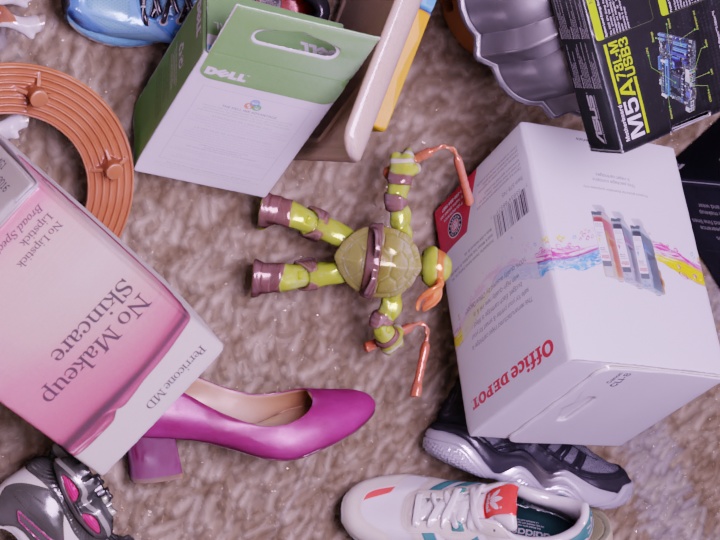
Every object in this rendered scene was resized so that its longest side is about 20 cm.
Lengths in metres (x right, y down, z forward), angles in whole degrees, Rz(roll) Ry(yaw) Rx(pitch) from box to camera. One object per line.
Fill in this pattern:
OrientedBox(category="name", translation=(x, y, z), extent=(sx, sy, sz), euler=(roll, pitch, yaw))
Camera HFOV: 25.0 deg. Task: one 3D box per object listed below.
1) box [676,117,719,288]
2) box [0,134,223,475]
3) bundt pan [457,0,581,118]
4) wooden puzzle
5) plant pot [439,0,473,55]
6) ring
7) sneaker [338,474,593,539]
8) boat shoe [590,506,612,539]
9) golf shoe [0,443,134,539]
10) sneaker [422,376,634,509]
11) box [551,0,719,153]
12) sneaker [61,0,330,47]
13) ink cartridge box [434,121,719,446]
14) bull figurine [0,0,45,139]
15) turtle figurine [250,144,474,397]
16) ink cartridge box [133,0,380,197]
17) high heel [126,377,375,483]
OrientedBox(category="box", translation=(0.383, -0.029, 1.347), extent=(0.117, 0.197, 0.200), euler=(-41, 112, -16))
OrientedBox(category="box", translation=(-0.211, 0.022, 1.082), extent=(0.128, 0.109, 0.200), euler=(-47, 131, -3))
OrientedBox(category="bundt pan", translation=(0.172, -0.205, 1.137), extent=(0.202, 0.076, 0.202), euler=(-3, 98, -25))
OrientedBox(category="wooden puzzle", translation=(0.008, -0.161, 1.151), extent=(0.037, 0.200, 0.185), euler=(22, 87, -15))
OrientedBox(category="plant pot", translation=(0.150, -0.222, 1.243), extent=(0.200, 0.140, 0.200), euler=(-3, 97, -25))
OrientedBox(category="ring", translation=(-0.246, -0.045, 1.105), extent=(0.200, 0.019, 0.201), euler=(-16, 126, -24))
OrientedBox(category="sneaker", translation=(0.085, 0.185, 1.258), extent=(0.200, 0.093, 0.070), euler=(10, 59, -1))
OrientedBox(category="boat shoe", translation=(0.116, 0.262, 1.323), extent=(0.200, 0.075, 0.068), euler=(-18, 128, -7))
OrientedBox(category="golf shoe", translation=(-0.195, 0.224, 1.181), extent=(0.088, 0.077, 0.200), euler=(-31, 101, -8))
OrientedBox(category="sneaker", translation=(0.152, 0.123, 1.324), extent=(0.200, 0.075, 0.114), euler=(18, 88, -26))
OrientedBox(category="box", translation=(0.217, -0.203, 1.091), extent=(0.193, 0.048, 0.200), euler=(-23, 107, -18))
OrientedBox(category="sneaker", translation=(-0.112, -0.196, 1.149), extent=(0.200, 0.090, 0.078), euler=(-2, 97, -24))
OrientedBox(category="ink cartridge box", translation=(0.161, 0.016, 1.228), extent=(0.145, 0.145, 0.200), euler=(8, 60, -26))
OrientedBox(category="bull figurine", translation=(-0.279, -0.155, 1.085), extent=(0.121, 0.065, 0.200), euler=(7, 103, -29))
OrientedBox(category="turtle figurine", translation=(0.000, 0.000, 1.218), extent=(0.161, 0.064, 0.200), euler=(6, 107, -3))
OrientedBox(category="ink cartridge box", translation=(-0.076, -0.133, 1.114), extent=(0.104, 0.200, 0.059), euler=(11, 57, -23))
OrientedBox(category="high heel", translation=(-0.085, 0.094, 1.209), extent=(0.200, 0.067, 0.096), euler=(-13, 113, -20))
